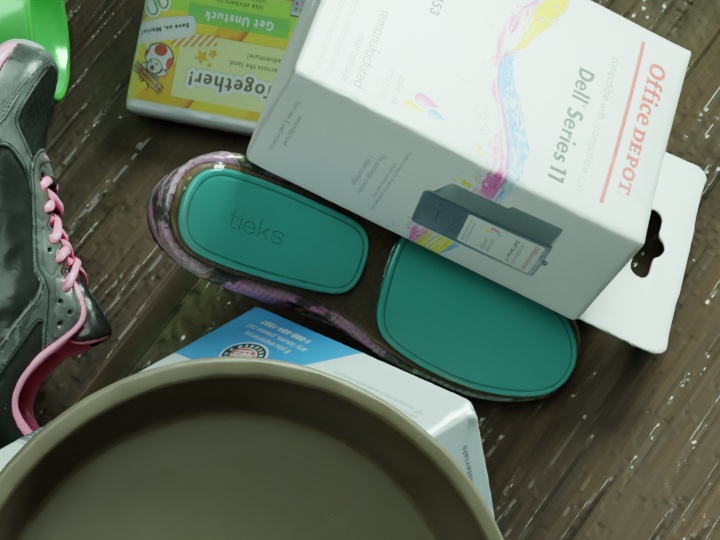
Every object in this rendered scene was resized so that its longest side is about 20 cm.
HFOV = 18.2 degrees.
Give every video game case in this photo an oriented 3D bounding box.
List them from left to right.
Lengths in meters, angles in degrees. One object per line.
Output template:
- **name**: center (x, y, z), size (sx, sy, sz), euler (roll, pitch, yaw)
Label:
- **video game case**: center (0.001, -0.146, 1.040), size (0.198, 0.023, 0.184), euler (11, 90, 15)

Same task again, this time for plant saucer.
- **plant saucer**: center (-0.042, 0.130, 0.742), size (0.198, 0.029, 0.202), euler (2, 83, -13)

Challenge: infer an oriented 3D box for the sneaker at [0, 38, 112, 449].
- **sneaker**: center (-0.151, 0.000, 0.994), size (0.094, 0.079, 0.202), euler (12, 86, 7)

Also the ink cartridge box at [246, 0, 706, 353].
- **ink cartridge box**: center (0.065, -0.061, 0.943), size (0.199, 0.067, 0.118), euler (26, 52, -9)

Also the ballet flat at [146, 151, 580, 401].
- **ballet flat**: center (0.000, 0.000, 0.966), size (0.199, 0.071, 0.070), euler (20, 88, -16)

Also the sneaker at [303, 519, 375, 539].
- **sneaker**: center (0.056, 0.139, 0.817), size (0.087, 0.199, 0.075), euler (30, 93, 54)

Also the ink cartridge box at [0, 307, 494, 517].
- **ink cartridge box**: center (-0.067, 0.108, 0.861), size (0.199, 0.084, 0.145), euler (-29, 32, -30)

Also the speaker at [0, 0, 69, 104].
- **speaker**: center (-0.243, -0.105, 1.067), size (0.198, 0.089, 0.089), euler (-6, 62, 7)
